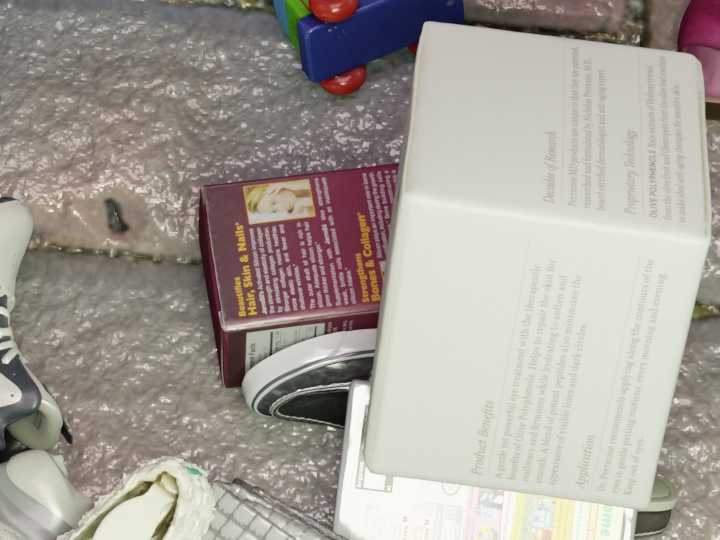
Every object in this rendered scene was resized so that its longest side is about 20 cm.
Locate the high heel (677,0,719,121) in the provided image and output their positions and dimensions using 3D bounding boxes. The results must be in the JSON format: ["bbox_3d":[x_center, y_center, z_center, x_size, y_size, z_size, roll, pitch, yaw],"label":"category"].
[{"bbox_3d":[0.319,-0.147,1.759,0.200,0.067,0.096,8,70,6],"label":"high heel"}]

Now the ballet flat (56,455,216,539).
[{"bbox_3d":[-0.157,0.173,1.366,0.072,0.072,0.200,37,76,18],"label":"ballet flat"}]

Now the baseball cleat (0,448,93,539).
[{"bbox_3d":[-0.169,0.203,1.425,0.106,0.070,0.200,-26,77,-18],"label":"baseball cleat"}]

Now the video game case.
[{"bbox_3d":[0.072,0.176,1.532,0.182,0.022,0.200,7,90,0],"label":"video game case"}]

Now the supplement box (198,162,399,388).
[{"bbox_3d":[0.000,0.000,1.652,0.200,0.086,0.110,-7,60,-7],"label":"supplement box"}]

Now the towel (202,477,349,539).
[{"bbox_3d":[-0.033,0.237,1.480,0.200,0.086,0.166,31,92,16],"label":"towel"}]

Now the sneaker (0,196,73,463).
[{"bbox_3d":[-0.226,0.057,1.615,0.129,0.080,0.199,23,61,10],"label":"sneaker"}]

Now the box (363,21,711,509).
[{"bbox_3d":[0.100,-0.005,1.468,0.171,0.199,0.200,7,36,0],"label":"box"}]

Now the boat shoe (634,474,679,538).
[{"bbox_3d":[0.096,0.152,1.583,0.201,0.061,0.072,3,17,-2],"label":"boat shoe"}]

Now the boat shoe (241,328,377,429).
[{"bbox_3d":[0.026,0.082,1.619,0.200,0.072,0.068,-4,58,-13],"label":"boat shoe"}]

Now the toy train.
[{"bbox_3d":[0.030,-0.213,1.790,0.200,0.085,0.116,-24,50,-15],"label":"toy train"}]
